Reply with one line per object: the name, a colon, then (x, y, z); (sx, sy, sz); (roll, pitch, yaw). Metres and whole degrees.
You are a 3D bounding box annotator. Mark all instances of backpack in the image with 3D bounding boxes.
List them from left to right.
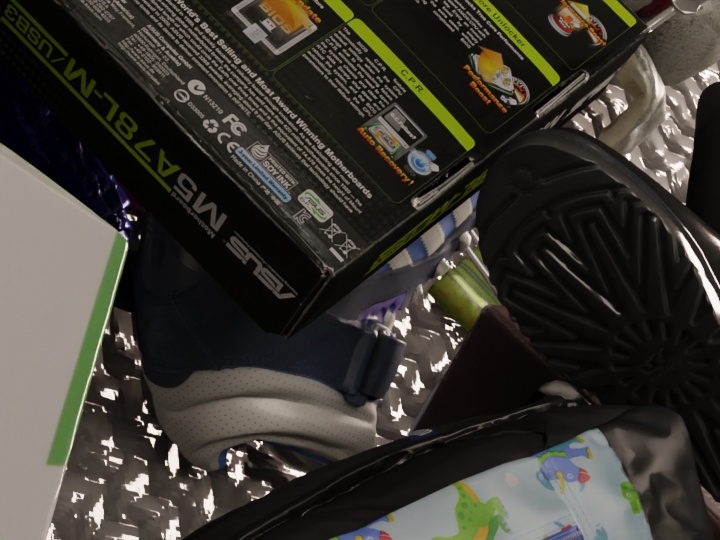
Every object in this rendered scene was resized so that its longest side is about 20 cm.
backpack: (-0.008, 0.123, 0.681); (0.200, 0.163, 0.154); (-3, 77, -39)

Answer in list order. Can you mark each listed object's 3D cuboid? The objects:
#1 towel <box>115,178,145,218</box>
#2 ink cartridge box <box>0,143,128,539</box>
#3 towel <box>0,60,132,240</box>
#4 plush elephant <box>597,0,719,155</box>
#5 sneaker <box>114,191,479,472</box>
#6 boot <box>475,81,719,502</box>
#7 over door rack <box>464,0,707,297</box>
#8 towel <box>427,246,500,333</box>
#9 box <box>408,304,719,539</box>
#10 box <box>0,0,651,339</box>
towel: (-0.044, -0.084, 0.910); (0.144, 0.023, 0.200); (27, 44, -29)
ink cartridge box: (-0.159, 0.066, 0.537); (0.084, 0.200, 0.146); (35, 42, -24)
towel: (-0.169, -0.084, 0.764); (0.148, 0.050, 0.200); (-16, 72, -50)
plush elephant: (0.122, -0.153, 1.040); (0.165, 0.155, 0.200); (-43, 54, -14)
sneaker: (0.000, 0.000, 0.817); (0.200, 0.081, 0.147); (-18, 116, -42)
boot: (0.124, -0.021, 0.785); (0.165, 0.066, 0.200); (50, 34, -13)
over door rack: (0.119, -0.018, 0.910); (0.200, 0.067, 0.148); (-36, 90, -16)
towel: (0.125, 0.056, 0.965); (0.200, 0.023, 0.144); (51, 39, 0)
box: (0.103, 0.109, 0.779); (0.075, 0.100, 0.200); (0, 36, -49)
box: (-0.029, -0.100, 0.741); (0.200, 0.048, 0.193); (45, 46, 7)
